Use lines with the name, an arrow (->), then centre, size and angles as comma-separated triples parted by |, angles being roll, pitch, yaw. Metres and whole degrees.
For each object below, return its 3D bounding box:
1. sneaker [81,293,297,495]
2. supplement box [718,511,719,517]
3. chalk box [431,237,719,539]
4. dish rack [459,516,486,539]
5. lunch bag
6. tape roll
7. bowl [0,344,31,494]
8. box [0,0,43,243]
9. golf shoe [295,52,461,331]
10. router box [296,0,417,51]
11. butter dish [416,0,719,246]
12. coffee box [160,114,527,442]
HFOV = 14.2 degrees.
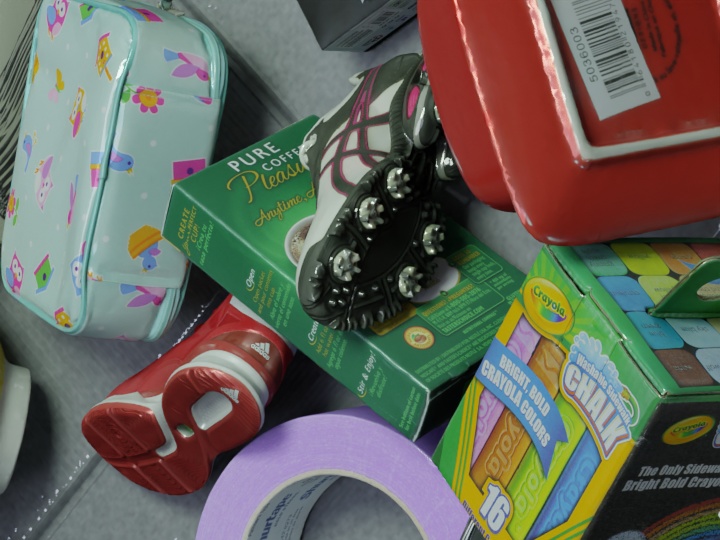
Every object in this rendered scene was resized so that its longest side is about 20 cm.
sneaker -> -0.083, 0.060, 1.699 | 0.078, 0.116, 0.200 | 46, 149, -14
supplement box -> 0.273, 0.104, 1.396 | 0.103, 0.200, 0.101 | 47, 115, 21
chalk box -> 0.147, 0.062, 1.478 | 0.124, 0.125, 0.200 | 55, 130, 39
dish rack -> 0.129, 0.228, 1.549 | 0.200, 0.055, 0.154 | 21, 99, -5
lunch bag -> -0.148, -0.067, 1.691 | 0.160, 0.077, 0.201 | 26, 106, 62
tape roll -> 0.003, 0.178, 1.647 | 0.200, 0.066, 0.201 | 3, 95, 31
bowl -> -0.263, 0.088, 1.765 | 0.107, 0.200, 0.201 | 14, 104, -13
box -> -0.244, -0.118, 1.771 | 0.068, 0.082, 0.201 | 10, 100, 31
golf shoe -> 0.004, -0.042, 1.577 | 0.088, 0.200, 0.077 | -1, 132, 34
router box -> 0.028, -0.240, 1.612 | 0.200, 0.052, 0.158 | -33, 75, 29
butter dish -> 0.106, -0.106, 1.520 | 0.148, 0.199, 0.200 | -23, 80, 54
coffee box -> 0.000, 0.000, 1.604 | 0.200, 0.123, 0.044 | 37, 135, 23
